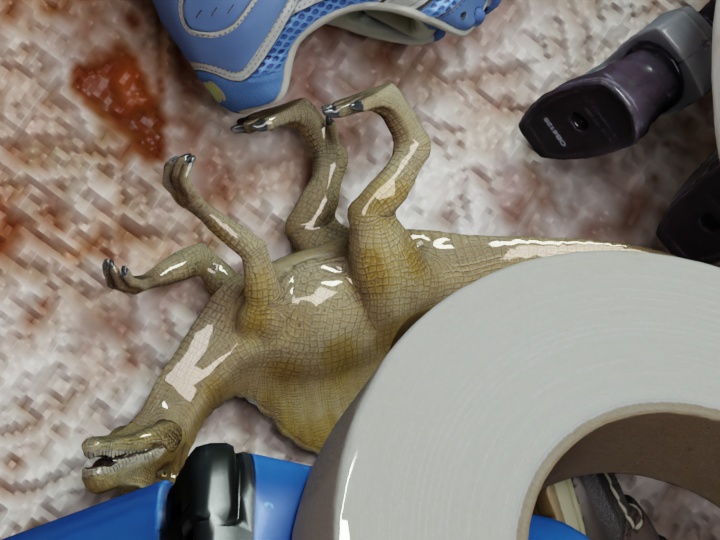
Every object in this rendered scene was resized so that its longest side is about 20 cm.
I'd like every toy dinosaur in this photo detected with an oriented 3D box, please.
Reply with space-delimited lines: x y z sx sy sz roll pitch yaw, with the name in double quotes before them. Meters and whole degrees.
"toy dinosaur" 0.000 0.000 0.840 0.200 0.058 0.101 -20 101 -16

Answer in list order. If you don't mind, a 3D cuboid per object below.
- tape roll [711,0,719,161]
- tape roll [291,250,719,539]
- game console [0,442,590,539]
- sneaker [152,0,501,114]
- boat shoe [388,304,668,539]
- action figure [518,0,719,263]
"tape roll" 0.215 -0.055 0.809 0.202 0.139 0.203 3 85 -38
"tape roll" 0.080 0.089 0.725 0.202 0.037 0.203 12 54 -18
"game console" -0.033 0.158 0.725 0.170 0.118 0.200 14 55 -18
"sneaker" 0.025 -0.110 0.859 0.200 0.076 0.077 -22 97 -15
"boat shoe" 0.061 0.098 0.820 0.065 0.073 0.200 -23 104 -39
"action figure" 0.143 -0.088 0.894 0.130 0.069 0.200 47 61 3
